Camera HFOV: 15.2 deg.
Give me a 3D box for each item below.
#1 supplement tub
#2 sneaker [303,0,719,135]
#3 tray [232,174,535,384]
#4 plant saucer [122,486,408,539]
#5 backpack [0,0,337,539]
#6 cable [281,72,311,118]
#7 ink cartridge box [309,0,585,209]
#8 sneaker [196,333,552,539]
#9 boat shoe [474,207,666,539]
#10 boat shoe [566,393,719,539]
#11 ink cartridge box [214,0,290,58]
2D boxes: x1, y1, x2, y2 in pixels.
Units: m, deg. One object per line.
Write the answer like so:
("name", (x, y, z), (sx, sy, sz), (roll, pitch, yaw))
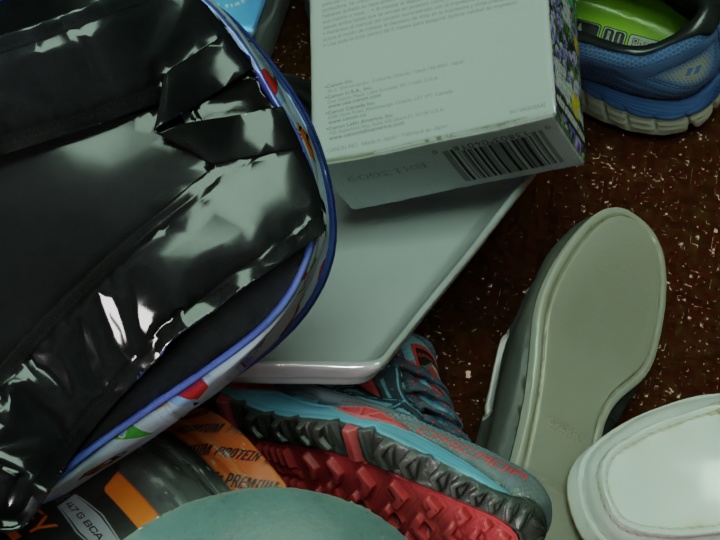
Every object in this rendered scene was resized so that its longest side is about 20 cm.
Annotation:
("supplement tub", (-0.116, 0.147, 1.045), (0.200, 0.123, 0.123), (-35, 68, -20))
("sneaker", (0.072, -0.125, 1.220), (0.200, 0.089, 0.079), (9, 61, 5))
("tray", (0.000, 0.000, 1.127), (0.107, 0.022, 0.200), (0, 26, 25))
("plant saucer", (-0.036, 0.182, 1.003), (0.201, 0.039, 0.201), (-6, 102, -27))
("backpack", (-0.105, -0.017, 0.991), (0.190, 0.154, 0.200), (-29, 91, 11))
("cable", (-0.085, -0.040, 1.141), (0.097, 0.050, 0.200), (50, 37, -7))
("ink cartridge box", (0.035, -0.133, 1.166), (0.109, 0.050, 0.200), (-11, 63, 19))
("sneaker", (0.007, 0.057, 1.093), (0.200, 0.079, 0.096), (20, 51, 39))
("boat shoe", (0.076, 0.060, 1.139), (0.067, 0.057, 0.200), (34, 55, -23))
("boat shoe", (0.182, 0.072, 1.106), (0.200, 0.069, 0.071), (-11, 74, -22))
("ink cartridge box", (-0.129, -0.160, 1.241), (0.200, 0.068, 0.116), (14, 62, 5))
